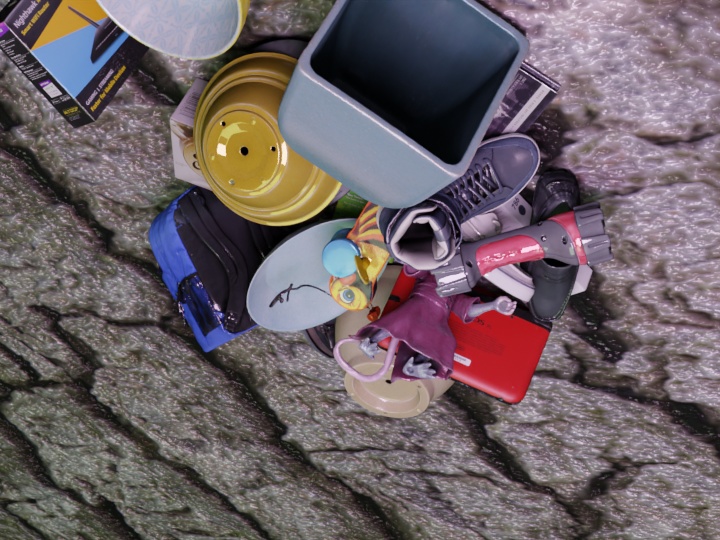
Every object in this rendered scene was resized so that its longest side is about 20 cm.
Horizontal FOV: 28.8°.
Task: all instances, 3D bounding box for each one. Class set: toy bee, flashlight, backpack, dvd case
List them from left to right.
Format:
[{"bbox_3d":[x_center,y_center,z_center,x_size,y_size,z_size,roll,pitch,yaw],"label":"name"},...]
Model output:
[{"bbox_3d":[-0.192,-0.010,1.861,0.167,0.162,0.202,-27,91,51],"label":"backpack"},{"bbox_3d":[0.000,0.000,1.688,0.109,0.131,0.200,42,129,-4],"label":"toy bee"},{"bbox_3d":[0.104,-0.212,1.546,0.199,0.016,0.149,32,145,-5],"label":"dvd case"},{"bbox_3d":[0.175,-0.017,1.539,0.198,0.069,0.068,-17,174,8],"label":"flashlight"}]

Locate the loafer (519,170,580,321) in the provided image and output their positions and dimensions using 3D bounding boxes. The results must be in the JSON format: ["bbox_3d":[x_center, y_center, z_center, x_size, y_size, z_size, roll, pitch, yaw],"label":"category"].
[{"bbox_3d":[0.221,-0.018,1.623,0.067,0.071,0.202,0,126,0],"label":"loafer"}]

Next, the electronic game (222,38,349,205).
[{"bbox_3d":[-0.078,-0.168,1.634,0.197,0.042,0.203,5,105,19],"label":"electronic game"}]

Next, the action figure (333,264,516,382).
[{"bbox_3d":[0.083,0.050,1.656,0.134,0.201,0.148,44,137,-14],"label":"action figure"}]

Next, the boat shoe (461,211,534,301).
[{"bbox_3d":[0.132,-0.046,1.625,0.200,0.066,0.072,40,-173,6],"label":"boat shoe"}]

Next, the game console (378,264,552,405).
[{"bbox_3d":[0.130,0.074,1.748,0.198,0.174,0.119,23,156,7],"label":"game console"}]

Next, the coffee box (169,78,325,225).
[{"bbox_3d":[-0.129,-0.145,1.741,0.198,0.080,0.114,21,146,10],"label":"coffee box"}]

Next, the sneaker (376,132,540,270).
[{"bbox_3d":[0.113,-0.072,1.516,0.201,0.146,0.077,-30,104,7],"label":"sneaker"}]

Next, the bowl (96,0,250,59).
[{"bbox_3d":[-0.194,-0.338,1.507,0.198,0.108,0.201,18,145,13],"label":"bowl"}]

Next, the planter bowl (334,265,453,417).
[{"bbox_3d":[0.050,0.111,1.880,0.198,0.136,0.201,12,142,10],"label":"planter bowl"}]

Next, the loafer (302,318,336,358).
[{"bbox_3d":[-0.052,0.049,1.956,0.062,0.072,0.201,-2,133,30],"label":"loafer"}]

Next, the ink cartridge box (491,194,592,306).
[{"bbox_3d":[0.182,-0.038,1.700,0.200,0.039,0.099,43,143,-23],"label":"ink cartridge box"}]

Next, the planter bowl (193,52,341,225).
[{"bbox_3d":[-0.117,-0.141,1.587,0.198,0.083,0.203,5,105,19],"label":"planter bowl"}]

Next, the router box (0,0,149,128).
[{"bbox_3d":[-0.308,-0.284,1.576,0.051,0.201,0.149,-10,132,45],"label":"router box"}]

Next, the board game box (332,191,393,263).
[{"bbox_3d":[0.022,-0.088,1.757,0.095,0.030,0.201,26,149,3],"label":"board game box"}]

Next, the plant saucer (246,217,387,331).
[{"bbox_3d":[-0.059,-0.005,1.770,0.202,0.199,0.039,88,156,-53],"label":"plant saucer"}]

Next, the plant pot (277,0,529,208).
[{"bbox_3d":[0.023,-0.180,1.470,0.195,0.197,0.200,33,150,-7],"label":"plant pot"}]
